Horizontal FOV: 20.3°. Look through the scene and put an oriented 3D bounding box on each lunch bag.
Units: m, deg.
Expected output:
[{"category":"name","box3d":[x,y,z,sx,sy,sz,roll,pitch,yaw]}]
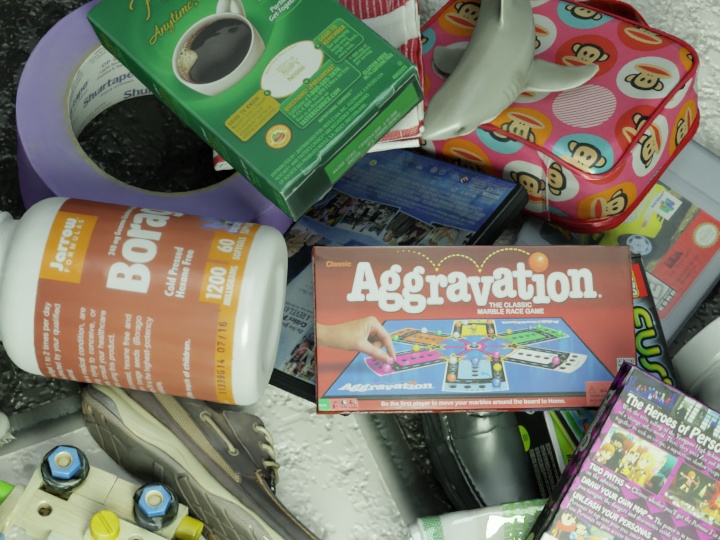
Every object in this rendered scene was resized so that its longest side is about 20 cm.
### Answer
[{"category":"lunch bag","box3d":[0.131,-0.127,1.394,0.200,0.082,0.176,25,58,28]}]

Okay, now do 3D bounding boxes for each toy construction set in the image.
[{"category":"toy construction set","box3d":[-0.168,0.179,1.209,0.200,0.092,0.131,29,61,-4]}]

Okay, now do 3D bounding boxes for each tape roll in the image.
[{"category":"tape roll","box3d":[-0.132,-0.088,1.358,0.199,0.085,0.200,3,61,-6]}]

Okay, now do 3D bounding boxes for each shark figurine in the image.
[{"category":"shark figurine","box3d":[0.083,-0.186,1.350,0.128,0.090,0.215,-12,46,0]}]

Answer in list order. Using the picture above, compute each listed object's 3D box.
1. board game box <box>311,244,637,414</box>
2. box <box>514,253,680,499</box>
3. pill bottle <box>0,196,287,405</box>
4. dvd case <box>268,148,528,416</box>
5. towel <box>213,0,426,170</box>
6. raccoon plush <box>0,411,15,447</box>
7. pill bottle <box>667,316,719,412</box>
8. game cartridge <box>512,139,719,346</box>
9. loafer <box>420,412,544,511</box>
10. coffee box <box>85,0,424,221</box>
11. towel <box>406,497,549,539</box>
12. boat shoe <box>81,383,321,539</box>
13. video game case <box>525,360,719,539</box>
[{"category":"board game box","box3d":[0.071,0.036,1.238,0.199,0.019,0.103,-1,77,-7]},{"category":"box","box3d":[0.155,0.095,1.281,0.110,0.035,0.200,-10,79,-30]},{"category":"pill bottle","box3d":[-0.151,0.015,1.232,0.199,0.112,0.112,8,60,5]},{"category":"dvd case","box3d":[0.000,0.000,1.316,0.143,0.018,0.200,20,59,41]},{"category":"towel","box3d":[-0.031,-0.163,1.332,0.144,0.023,0.200,-7,62,9]},{"category":"raccoon plush","box3d":[-0.307,0.128,1.235,0.200,0.134,0.097,-41,80,11]},{"category":"pill bottle","box3d":[0.289,0.119,1.288,0.113,0.113,0.200,-27,68,-21]},{"category":"game cartridge","box3d":[0.185,-0.019,1.394,0.133,0.041,0.200,33,62,15]},{"category":"loafer","box3d":[0.071,0.084,1.299,0.068,0.070,0.201,-14,65,-17]},{"category":"coffee box","box3d":[-0.068,-0.138,1.290,0.123,0.044,0.200,-44,65,-10]},{"category":"towel","box3d":[0.134,0.210,1.210,0.199,0.031,0.150,-7,96,-3]},{"category":"boat shoe","box3d":[-0.085,0.121,1.256,0.200,0.075,0.073,40,64,12]},{"category":"video game case","box3d":[0.199,0.179,1.185,0.200,0.036,0.182,28,92,-6]}]
